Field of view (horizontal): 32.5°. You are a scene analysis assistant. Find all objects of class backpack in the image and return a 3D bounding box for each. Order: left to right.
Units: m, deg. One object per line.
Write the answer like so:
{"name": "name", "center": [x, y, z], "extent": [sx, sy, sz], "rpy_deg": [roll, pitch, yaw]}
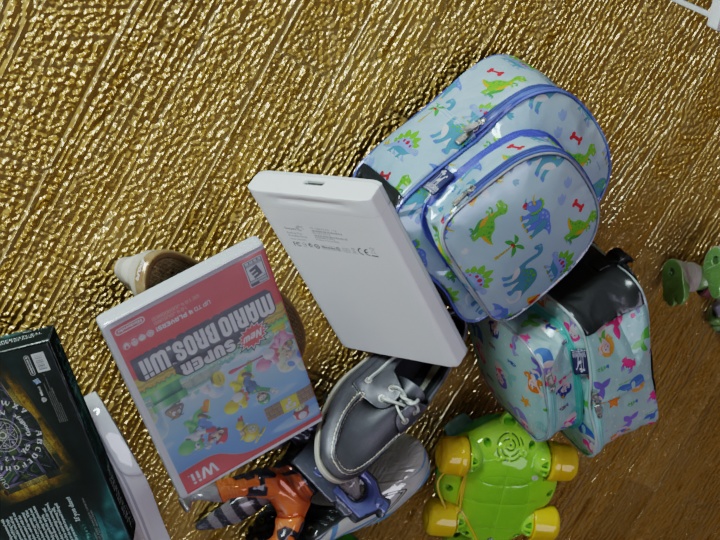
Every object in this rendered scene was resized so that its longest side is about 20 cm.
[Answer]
{"name": "backpack", "center": [0.121, -0.068, 1.066], "extent": [0.200, 0.147, 0.183], "rpy_deg": [-44, 132, -5]}
{"name": "backpack", "center": [0.195, 0.076, 1.171], "extent": [0.150, 0.178, 0.201], "rpy_deg": [-31, 126, -10]}

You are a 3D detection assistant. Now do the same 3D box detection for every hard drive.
{"name": "hard drive", "center": [0.000, 0.000, 1.045], "extent": [0.027, 0.131, 0.201], "rpy_deg": [-55, 135, -30]}

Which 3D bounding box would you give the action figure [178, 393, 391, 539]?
{"name": "action figure", "center": [-0.078, 0.170, 1.139], "extent": [0.193, 0.105, 0.201], "rpy_deg": [-37, 100, -15]}

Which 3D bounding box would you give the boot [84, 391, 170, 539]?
{"name": "boot", "center": [-0.228, 0.202, 1.056], "extent": [0.095, 0.074, 0.201], "rpy_deg": [-26, 124, -16]}

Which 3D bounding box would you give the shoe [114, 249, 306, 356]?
{"name": "shoe", "center": [-0.123, 0.031, 1.043], "extent": [0.200, 0.053, 0.070], "rpy_deg": [32, 67, -43]}

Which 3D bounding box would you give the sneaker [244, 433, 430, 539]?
{"name": "sneaker", "center": [-0.018, 0.232, 1.203], "extent": [0.199, 0.072, 0.073], "rpy_deg": [-29, 137, -10]}

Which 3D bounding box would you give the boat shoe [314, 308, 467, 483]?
{"name": "boat shoe", "center": [0.030, 0.106, 1.116], "extent": [0.073, 0.063, 0.200], "rpy_deg": [47, 60, -13]}

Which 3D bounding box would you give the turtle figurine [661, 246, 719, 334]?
{"name": "turtle figurine", "center": [0.425, 0.042, 1.313], "extent": [0.193, 0.144, 0.202], "rpy_deg": [6, 110, -29]}

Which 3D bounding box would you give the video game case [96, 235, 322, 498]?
{"name": "video game case", "center": [-0.118, 0.083, 1.016], "extent": [0.142, 0.017, 0.201], "rpy_deg": [-28, 129, -15]}

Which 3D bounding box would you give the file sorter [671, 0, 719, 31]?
{"name": "file sorter", "center": [0.340, -0.325, 1.065], "extent": [0.138, 0.125, 0.202], "rpy_deg": [-8, 120, -28]}

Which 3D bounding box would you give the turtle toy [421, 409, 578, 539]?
{"name": "turtle toy", "center": [0.130, 0.222, 1.263], "extent": [0.144, 0.101, 0.201], "rpy_deg": [5, 118, -10]}

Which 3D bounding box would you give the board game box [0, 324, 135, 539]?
{"name": "board game box", "center": [-0.274, 0.148, 0.981], "extent": [0.134, 0.028, 0.201], "rpy_deg": [-13, 117, 3]}

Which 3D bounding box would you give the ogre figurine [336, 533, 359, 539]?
{"name": "ogre figurine", "center": [-0.042, 0.323, 1.206], "extent": [0.200, 0.120, 0.098], "rpy_deg": [-41, 134, -2]}
